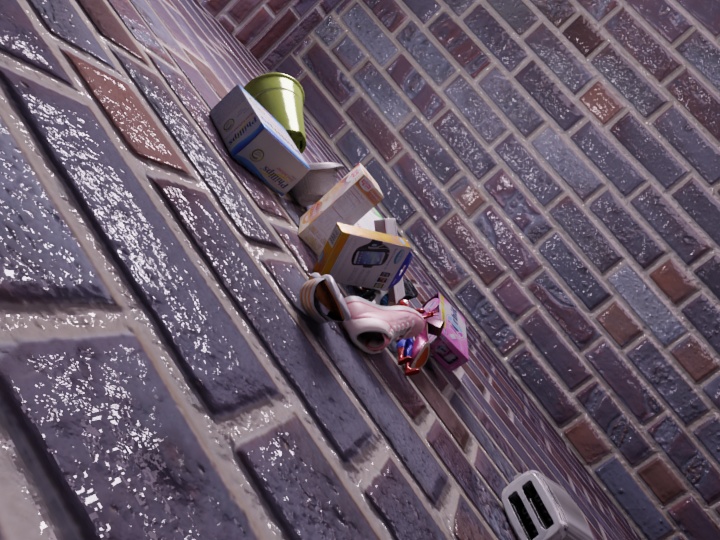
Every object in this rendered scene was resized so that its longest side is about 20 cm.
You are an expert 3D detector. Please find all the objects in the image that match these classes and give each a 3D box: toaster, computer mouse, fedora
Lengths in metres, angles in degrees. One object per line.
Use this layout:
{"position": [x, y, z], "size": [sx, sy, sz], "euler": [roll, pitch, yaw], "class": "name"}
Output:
{"position": [0.355, 0.482, 1.034], "size": [0.129, 0.114, 0.201], "euler": [40, 16, -27], "class": "toaster"}
{"position": [0.101, 0.040, 1.695], "size": [0.141, 0.046, 0.199], "euler": [57, 23, 13], "class": "computer mouse"}
{"position": [-0.121, -0.222, 1.432], "size": [0.200, 0.175, 0.091], "euler": [-28, 108, -88], "class": "fedora"}

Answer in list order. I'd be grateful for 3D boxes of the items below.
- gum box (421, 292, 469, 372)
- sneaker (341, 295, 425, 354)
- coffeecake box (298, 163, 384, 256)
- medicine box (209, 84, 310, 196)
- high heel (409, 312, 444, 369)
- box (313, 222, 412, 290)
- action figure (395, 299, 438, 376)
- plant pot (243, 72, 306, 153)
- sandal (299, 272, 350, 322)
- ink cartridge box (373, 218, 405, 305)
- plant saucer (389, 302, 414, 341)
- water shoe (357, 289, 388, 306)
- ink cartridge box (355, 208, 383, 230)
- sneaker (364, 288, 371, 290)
{"position": [0.220, 0.162, 1.426], "size": [0.113, 0.066, 0.201], "euler": [45, 24, -17], "class": "gum box"}
{"position": [0.052, 0.118, 1.034], "size": [0.199, 0.076, 0.105], "euler": [17, 31, -32], "class": "sneaker"}
{"position": [-0.048, -0.145, 1.260], "size": [0.073, 0.200, 0.154], "euler": [46, 11, -17], "class": "coffeecake box"}
{"position": [-0.239, -0.307, 1.291], "size": [0.182, 0.103, 0.201], "euler": [37, 16, -52], "class": "medicine box"}
{"position": [0.122, 0.162, 1.268], "size": [0.095, 0.068, 0.200], "euler": [16, 29, 21], "class": "high heel"}
{"position": [0.013, -0.023, 1.125], "size": [0.198, 0.120, 0.042], "euler": [10, 33, -36], "class": "box"}
{"position": [0.124, 0.127, 1.194], "size": [0.201, 0.098, 0.066], "euler": [-94, 159, -51], "class": "action figure"}
{"position": [-0.235, -0.416, 1.544], "size": [0.200, 0.199, 0.192], "euler": [35, 31, -55], "class": "plant pot"}
{"position": [-0.070, 0.051, 0.901], "size": [0.080, 0.059, 0.206], "euler": [65, -13, -10], "class": "sandal"}
{"position": [0.065, -0.024, 1.310], "size": [0.176, 0.044, 0.203], "euler": [-20, 102, -77], "class": "ink cartridge box"}
{"position": [0.098, 0.130, 1.392], "size": [0.200, 0.032, 0.200], "euler": [48, 11, -12], "class": "plant saucer"}
{"position": [0.028, 0.088, 1.190], "size": [0.200, 0.071, 0.080], "euler": [-34, 105, -76], "class": "water shoe"}
{"position": [-0.003, -0.115, 1.539], "size": [0.146, 0.088, 0.199], "euler": [53, 25, 19], "class": "ink cartridge box"}
{"position": [0.000, 0.000, 1.326], "size": [0.084, 0.078, 0.200], "euler": [13, -12, 11], "class": "sneaker"}
